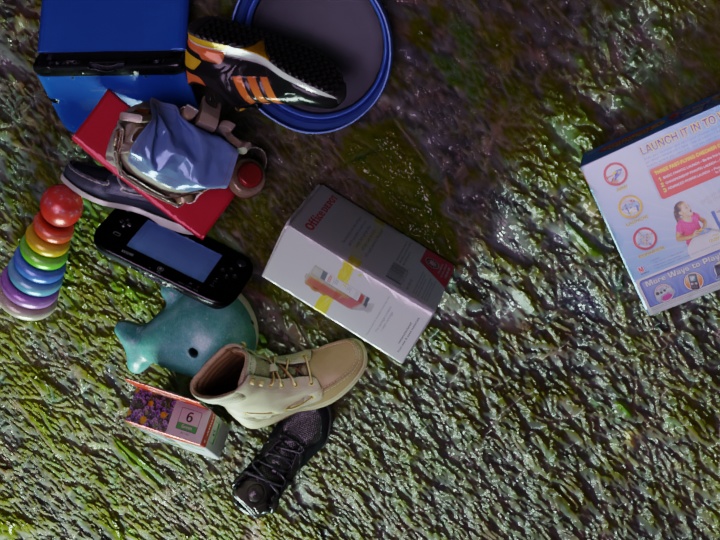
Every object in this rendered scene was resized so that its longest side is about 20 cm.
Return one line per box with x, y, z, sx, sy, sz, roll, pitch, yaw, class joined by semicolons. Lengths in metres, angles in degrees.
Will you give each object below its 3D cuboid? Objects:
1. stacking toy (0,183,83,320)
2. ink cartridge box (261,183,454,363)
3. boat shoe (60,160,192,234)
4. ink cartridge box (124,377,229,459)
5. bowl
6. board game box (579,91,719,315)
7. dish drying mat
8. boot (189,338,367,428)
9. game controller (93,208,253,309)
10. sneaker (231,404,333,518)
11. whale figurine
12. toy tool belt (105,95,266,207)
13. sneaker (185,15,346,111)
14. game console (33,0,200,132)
-0.409;-0.029;1.495;0.085;0.086;0.201;33;126;0;stacking toy
0.000;0.000;1.381;0.198;0.145;0.084;32;118;1;ink cartridge box
-0.280;-0.106;1.453;0.197;0.075;0.063;21;117;4;boat shoe
-0.243;0.195;1.503;0.107;0.200;0.051;16;75;8;ink cartridge box
-0.055;-0.263;1.348;0.197;0.039;0.204;6;112;14;bowl
0.377;-0.077;1.296;0.198;0.056;0.198;-23;103;22;board game box
-0.251;-0.127;1.407;0.199;0.018;0.077;39;85;-10;dish drying mat
-0.100;0.127;1.445;0.198;0.155;0.074;-24;62;13;boot
-0.236;-0.019;1.459;0.198;0.105;0.043;25;120;4;game controller
-0.106;0.254;1.529;0.076;0.114;0.200;37;114;-4;sneaker
-0.233;0.092;1.501;0.197;0.104;0.161;-10;109;16;whale figurine
-0.193;-0.138;1.348;0.197;0.123;0.127;17;78;-18;toy tool belt
-0.111;-0.219;1.330;0.198;0.070;0.091;23;130;6;sneaker
-0.288;-0.268;1.422;0.197;0.120;0.172;2;143;15;game console
